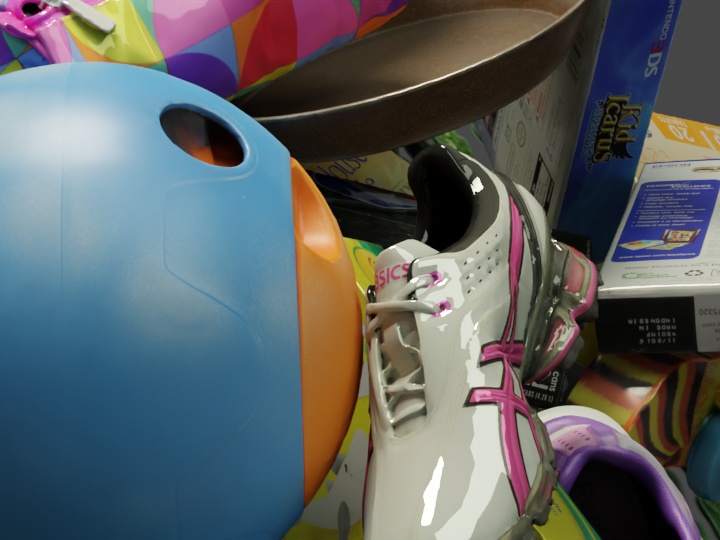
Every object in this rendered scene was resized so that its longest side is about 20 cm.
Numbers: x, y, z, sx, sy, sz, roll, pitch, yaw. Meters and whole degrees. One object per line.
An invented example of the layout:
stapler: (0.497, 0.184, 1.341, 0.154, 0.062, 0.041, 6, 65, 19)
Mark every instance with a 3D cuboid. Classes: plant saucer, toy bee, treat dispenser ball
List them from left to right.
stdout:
treat dispenser ball: (-0.099, 0.026, 0.824, 0.200, 0.201, 0.202, 23, 32, -15)
plant saucer: (0.014, -0.095, 1.026, 0.200, 0.199, 0.035, -56, 133, -59)
toy bee: (0.158, 0.046, 1.073, 0.130, 0.109, 0.200, 23, 7, 10)

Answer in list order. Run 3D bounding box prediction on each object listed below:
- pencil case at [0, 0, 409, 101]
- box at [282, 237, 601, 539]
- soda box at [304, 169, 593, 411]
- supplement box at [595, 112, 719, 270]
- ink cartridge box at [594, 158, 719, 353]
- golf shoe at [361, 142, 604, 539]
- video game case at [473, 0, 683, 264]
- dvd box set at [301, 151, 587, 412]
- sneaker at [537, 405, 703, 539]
pencil case: (-0.070, -0.110, 0.967, 0.199, 0.089, 0.088, -30, 64, -30)
box: (-0.001, 0.077, 0.920, 0.048, 0.118, 0.200, 10, 36, -52)
soda box: (0.000, 0.000, 1.004, 0.198, 0.071, 0.063, 14, 13, 2)
supplement box: (0.189, 0.001, 1.244, 0.125, 0.074, 0.201, 10, 38, -32)
ink cartridge box: (0.168, -0.011, 1.061, 0.094, 0.037, 0.200, -2, 21, 15)
golf shoe: (0.026, 0.039, 0.809, 0.092, 0.072, 0.201, 45, 36, -22)
video game case: (0.095, -0.132, 1.151, 0.045, 0.201, 0.182, -11, 53, -16)
dvd box set: (0.032, 0.007, 1.134, 0.199, 0.029, 0.146, 36, 31, 5)
sneaker: (0.119, 0.145, 0.910, 0.080, 0.088, 0.201, -26, 83, -11)
